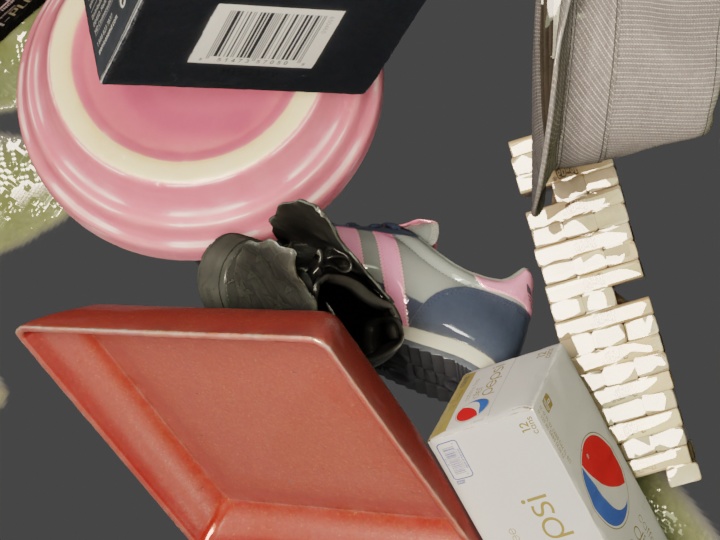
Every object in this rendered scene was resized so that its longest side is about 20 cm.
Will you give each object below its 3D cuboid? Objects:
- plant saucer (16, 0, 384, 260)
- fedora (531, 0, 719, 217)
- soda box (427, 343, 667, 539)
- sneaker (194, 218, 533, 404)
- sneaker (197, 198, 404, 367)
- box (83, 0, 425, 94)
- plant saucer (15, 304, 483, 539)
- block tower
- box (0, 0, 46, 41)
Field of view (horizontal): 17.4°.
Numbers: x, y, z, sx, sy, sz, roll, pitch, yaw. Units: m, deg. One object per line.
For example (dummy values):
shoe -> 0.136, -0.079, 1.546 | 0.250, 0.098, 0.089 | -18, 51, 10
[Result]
plant saucer -> -0.088, -0.106, 1.257 | 0.200, 0.051, 0.201 | -2, 69, 5
fedora -> 0.134, -0.119, 1.168 | 0.090, 0.200, 0.177 | 4, 127, 0
soda box -> 0.113, 0.142, 1.210 | 0.064, 0.068, 0.200 | -19, 110, 28
sneaker -> 0.000, 0.000, 1.279 | 0.200, 0.070, 0.082 | 27, 66, 11
sneaker -> -0.017, 0.042, 1.207 | 0.060, 0.104, 0.200 | -49, 128, -26
box -> -0.065, -0.201, 1.188 | 0.148, 0.107, 0.200 | 0, 59, -25
plant saucer -> -0.047, 0.081, 1.202 | 0.200, 0.200, 0.037 | 0, 50, 36
block tower -> 0.129, 0.021, 1.258 | 0.058, 0.054, 0.201 | -17, 87, 8
box -> -0.245, -0.201, 1.291 | 0.200, 0.086, 0.164 | -40, 84, 6
